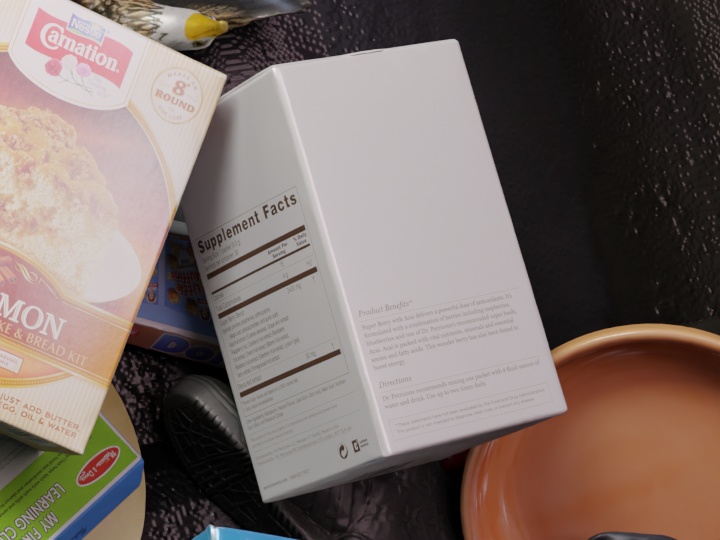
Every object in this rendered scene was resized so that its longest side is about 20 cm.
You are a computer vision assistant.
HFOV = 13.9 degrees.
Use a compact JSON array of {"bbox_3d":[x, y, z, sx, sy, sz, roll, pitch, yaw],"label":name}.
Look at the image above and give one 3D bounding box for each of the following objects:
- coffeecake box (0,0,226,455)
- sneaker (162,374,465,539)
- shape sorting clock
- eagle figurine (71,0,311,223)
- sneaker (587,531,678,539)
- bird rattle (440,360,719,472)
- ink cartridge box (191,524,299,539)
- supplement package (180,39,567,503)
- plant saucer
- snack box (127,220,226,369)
[{"bbox_3d":[-0.175,-0.032,1.428,0.153,0.073,0.201,24,79,-21],"label":"coffeecake box"},{"bbox_3d":[-0.011,0.109,1.566,0.200,0.060,0.104,49,55,-11],"label":"sneaker"},{"bbox_3d":[-0.195,0.093,1.469,0.199,0.039,0.201,19,51,-25],"label":"shape sorting clock"},{"bbox_3d":[-0.117,-0.118,1.574,0.152,0.151,0.200,-55,142,4],"label":"eagle figurine"},{"bbox_3d":[0.116,0.201,1.542,0.199,0.078,0.112,-25,103,-3],"label":"sneaker"},{"bbox_3d":[0.151,0.087,1.620,0.200,0.163,0.113,49,35,-16],"label":"bird rattle"},{"bbox_3d":[-0.039,0.248,1.432,0.147,0.145,0.201,13,63,-24],"label":"ink cartridge box"},{"bbox_3d":[0.000,0.000,1.497,0.121,0.120,0.201,-11,81,-35],"label":"supplement package"},{"bbox_3d":[0.153,0.118,1.563,0.200,0.200,0.037,40,19,-11],"label":"plant saucer"},{"bbox_3d":[-0.066,0.018,1.583,0.199,0.024,0.072,16,54,-26],"label":"snack box"}]
